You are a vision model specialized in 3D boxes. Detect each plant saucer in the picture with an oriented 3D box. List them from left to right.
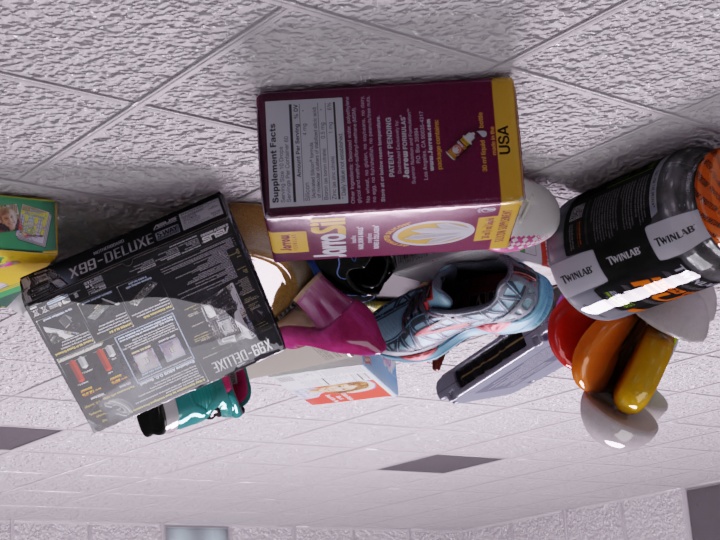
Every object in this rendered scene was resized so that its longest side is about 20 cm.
[{"bbox_3d":[-0.133,0.010,1.455,0.198,0.036,0.201,-9,146,-6],"label":"plant saucer"}]

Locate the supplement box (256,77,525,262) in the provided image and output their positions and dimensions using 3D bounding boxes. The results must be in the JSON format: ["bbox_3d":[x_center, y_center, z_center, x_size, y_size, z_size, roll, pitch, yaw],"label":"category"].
[{"bbox_3d":[0.023,-0.076,1.185,0.197,0.104,0.131,-4,166,0],"label":"supplement box"}]

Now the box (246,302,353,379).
[{"bbox_3d":[-0.102,0.064,1.659,0.198,0.083,0.068,-15,143,28],"label":"box"}]

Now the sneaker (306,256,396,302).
[{"bbox_3d":[0.000,0.000,1.461,0.078,0.070,0.200,32,176,22],"label":"sneaker"}]

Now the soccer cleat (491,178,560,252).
[{"bbox_3d":[0.106,-0.061,1.321,0.198,0.071,0.086,5,162,-29],"label":"soccer cleat"}]

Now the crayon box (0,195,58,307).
[{"bbox_3d":[-0.392,-0.020,1.356,0.198,0.059,0.172,4,162,-28],"label":"crayon box"}]

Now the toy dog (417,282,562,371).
[{"bbox_3d":[0.144,0.061,1.707,0.198,0.097,0.132,-10,164,19],"label":"toy dog"}]

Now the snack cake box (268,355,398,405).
[{"bbox_3d":[-0.031,0.107,1.798,0.114,0.068,0.200,-9,163,11],"label":"snack cake box"}]

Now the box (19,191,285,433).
[{"bbox_3d":[-0.185,0.040,1.371,0.198,0.050,0.159,-24,124,-3],"label":"box"}]

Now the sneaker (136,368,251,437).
[{"bbox_3d":[-0.181,0.125,1.627,0.120,0.085,0.200,-16,-175,-19],"label":"sneaker"}]

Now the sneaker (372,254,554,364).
[{"bbox_3d":[0.081,0.026,1.462,0.198,0.080,0.095,-19,146,24],"label":"sneaker"}]

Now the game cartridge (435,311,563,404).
[{"bbox_3d":[0.190,0.093,1.689,0.132,0.041,0.200,-1,155,-38],"label":"game cartridge"}]

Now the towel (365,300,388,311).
[{"bbox_3d":[-0.031,0.062,1.801,0.198,0.023,0.144,2,164,-22],"label":"towel"}]

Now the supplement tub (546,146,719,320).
[{"bbox_3d":[0.272,-0.035,1.356,0.121,0.124,0.199,7,161,-34],"label":"supplement tub"}]

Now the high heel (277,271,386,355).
[{"bbox_3d":[-0.029,0.064,1.485,0.067,0.096,0.200,-44,177,-24],"label":"high heel"}]

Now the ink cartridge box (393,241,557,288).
[{"bbox_3d":[0.133,-0.016,1.522,0.108,0.051,0.199,-18,160,39],"label":"ink cartridge box"}]

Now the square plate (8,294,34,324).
[{"bbox_3d":[-0.241,0.055,1.478,0.197,0.029,0.199,31,155,-31],"label":"square plate"}]

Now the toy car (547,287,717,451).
[{"bbox_3d":[0.262,0.070,1.528,0.149,0.176,0.200,27,-162,12],"label":"toy car"}]
